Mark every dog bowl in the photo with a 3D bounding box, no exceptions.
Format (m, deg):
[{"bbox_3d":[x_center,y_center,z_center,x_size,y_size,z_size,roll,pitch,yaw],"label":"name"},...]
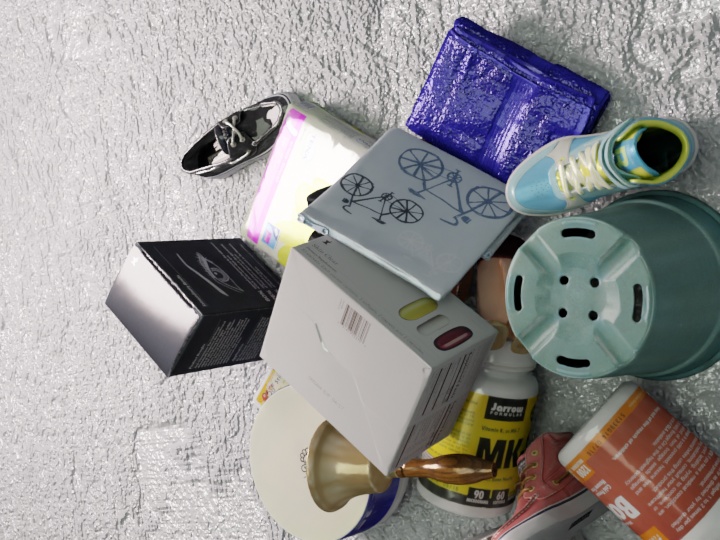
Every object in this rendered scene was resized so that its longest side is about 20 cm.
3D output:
[{"bbox_3d":[-0.041,0.232,1.273,0.200,0.079,0.201,3,95,37],"label":"dog bowl"}]

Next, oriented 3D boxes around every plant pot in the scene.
[{"bbox_3d":[0.250,0.021,0.997,0.200,0.196,0.201,3,95,38],"label":"plant pot"}]

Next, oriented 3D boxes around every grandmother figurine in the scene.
[{"bbox_3d":[0.155,-0.005,1.112,0.061,0.121,0.200,124,151,-43],"label":"grandmother figurine"}]

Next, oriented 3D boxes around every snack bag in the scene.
[{"bbox_3d":[0.062,-0.062,1.091,0.188,0.200,0.021,30,140,17],"label":"snack bag"}]

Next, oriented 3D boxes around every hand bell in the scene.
[{"bbox_3d":[0.053,0.212,1.101,0.200,0.104,0.104,-4,90,30],"label":"hand bell"}]

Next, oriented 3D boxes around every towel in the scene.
[{"bbox_3d":[0.155,-0.175,1.130,0.200,0.050,0.148,34,111,21],"label":"towel"}]

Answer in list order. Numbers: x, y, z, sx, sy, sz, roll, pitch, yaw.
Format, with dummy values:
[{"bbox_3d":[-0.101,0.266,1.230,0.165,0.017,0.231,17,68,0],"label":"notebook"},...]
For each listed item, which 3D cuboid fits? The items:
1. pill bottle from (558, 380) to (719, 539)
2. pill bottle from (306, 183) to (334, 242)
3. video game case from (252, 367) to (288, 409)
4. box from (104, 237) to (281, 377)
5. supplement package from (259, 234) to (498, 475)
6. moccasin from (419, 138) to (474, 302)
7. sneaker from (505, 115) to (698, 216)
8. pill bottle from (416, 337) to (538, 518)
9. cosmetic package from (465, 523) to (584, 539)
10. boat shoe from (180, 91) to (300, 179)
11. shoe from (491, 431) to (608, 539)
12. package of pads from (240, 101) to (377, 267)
[{"bbox_3d":[0.303,0.213,1.009,0.200,0.112,0.112,43,117,14],"label":"pill bottle"},{"bbox_3d":[0.000,0.000,1.203,0.112,0.112,0.200,0,111,37],"label":"pill bottle"},{"bbox_3d":[-0.039,0.153,1.330,0.182,0.023,0.200,43,117,27],"label":"video game case"},{"bbox_3d":[-0.202,0.042,1.333,0.148,0.200,0.104,45,117,26],"label":"box"},{"bbox_3d":[0.014,0.076,1.063,0.200,0.111,0.156,40,130,26],"label":"supplement package"},{"bbox_3d":[0.084,-0.055,1.190,0.074,0.078,0.202,-7,88,37],"label":"moccasin"},{"bbox_3d":[0.232,-0.104,1.011,0.200,0.131,0.080,-20,90,16],"label":"sneaker"},{"bbox_3d":[0.134,0.161,1.142,0.114,0.114,0.200,17,104,35],"label":"pill bottle"},{"bbox_3d":[0.160,0.348,1.154,0.200,0.081,0.113,-35,74,32],"label":"cosmetic package"},{"bbox_3d":[-0.165,-0.180,1.376,0.200,0.068,0.072,-23,79,35],"label":"boat shoe"},{"bbox_3d":[0.184,0.234,1.061,0.091,0.200,0.072,44,133,30],"label":"shoe"},{"bbox_3d":[-0.054,-0.094,1.298,0.154,0.068,0.200,35,113,31],"label":"package of pads"}]
